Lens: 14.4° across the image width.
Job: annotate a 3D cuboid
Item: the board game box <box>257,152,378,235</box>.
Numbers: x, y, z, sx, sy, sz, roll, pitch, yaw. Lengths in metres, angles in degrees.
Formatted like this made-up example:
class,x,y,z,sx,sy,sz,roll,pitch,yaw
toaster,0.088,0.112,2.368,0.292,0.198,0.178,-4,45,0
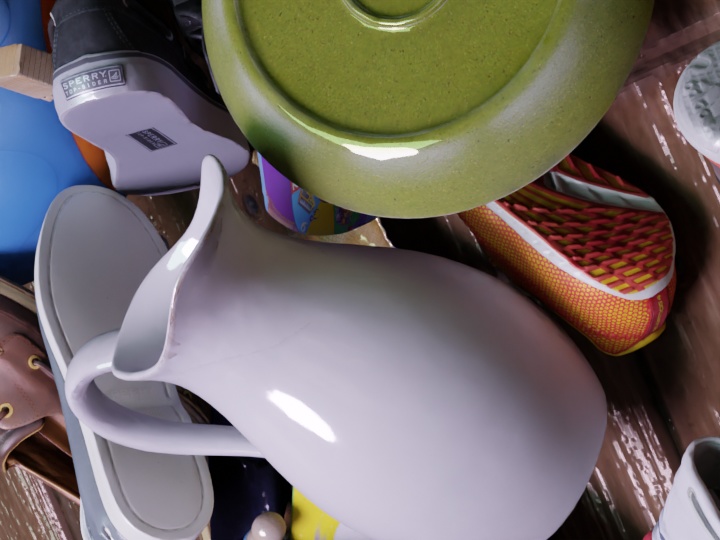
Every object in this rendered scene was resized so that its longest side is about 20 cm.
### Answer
class,x,y,z,sx,sy,sz,roll,pitch,yaw
board game box,-0.019,-0.115,1.215,0.158,0.039,0.200,-36,52,45

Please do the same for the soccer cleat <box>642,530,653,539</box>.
class,x,y,z,sx,sy,sz,roll,pitch,yaw
soccer cleat,0.043,0.147,1.282,0.200,0.068,0.073,4,106,6

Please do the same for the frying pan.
class,x,y,z,sx,sy,sz,roll,pitch,yaw
frying pan,-0.070,-0.116,1.292,0.115,0.031,0.190,67,-170,-51

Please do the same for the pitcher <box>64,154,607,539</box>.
class,x,y,z,sx,sy,sz,roll,pitch,yaw
pitcher,-0.014,0.053,1.204,0.200,0.121,0.172,26,143,-17

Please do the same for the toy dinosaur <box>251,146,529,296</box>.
class,x,y,z,sx,sy,sz,roll,pitch,yaw
toy dinosaur,0.000,0.000,1.329,0.200,0.058,0.101,34,134,38

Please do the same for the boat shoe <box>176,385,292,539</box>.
class,x,y,z,sx,sy,sz,roll,pitch,yaw
boat shoe,-0.042,0.123,1.437,0.200,0.072,0.068,57,145,16

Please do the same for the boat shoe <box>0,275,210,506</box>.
class,x,y,z,sx,sy,sz,roll,pitch,yaw
boat shoe,-0.165,0.059,1.372,0.200,0.068,0.072,32,138,-12

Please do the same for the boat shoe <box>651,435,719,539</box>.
class,x,y,z,sx,sy,sz,roll,pitch,yaw
boat shoe,0.189,0.140,1.144,0.200,0.074,0.067,35,139,38

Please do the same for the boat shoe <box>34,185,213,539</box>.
class,x,y,z,sx,sy,sz,roll,pitch,yaw
boat shoe,-0.118,0.052,1.326,0.062,0.073,0.200,-57,41,47

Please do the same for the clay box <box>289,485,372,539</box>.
class,x,y,z,sx,sy,sz,roll,pitch,yaw
clay box,0.026,0.110,1.320,0.115,0.048,0.200,7,127,5

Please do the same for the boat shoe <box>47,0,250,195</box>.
class,x,y,z,sx,sy,sz,roll,pitch,yaw
boat shoe,-0.098,-0.082,1.324,0.200,0.069,0.057,52,-156,-75

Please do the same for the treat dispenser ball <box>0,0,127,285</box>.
class,x,y,z,sx,sy,sz,roll,pitch,yaw
treat dispenser ball,-0.205,-0.086,1.423,0.201,0.201,0.201,31,133,40

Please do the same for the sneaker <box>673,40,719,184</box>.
class,x,y,z,sx,sy,sz,roll,pitch,yaw
sneaker,0.206,-0.019,1.050,0.200,0.077,0.082,38,165,35

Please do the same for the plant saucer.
class,x,y,z,sx,sy,sz,roll,pitch,yaw
plant saucer,0.020,-0.122,1.142,0.200,0.031,0.200,-4,80,23

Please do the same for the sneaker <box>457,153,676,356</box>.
class,x,y,z,sx,sy,sz,roll,pitch,yaw
sneaker,0.056,-0.037,1.222,0.200,0.073,0.077,50,157,29

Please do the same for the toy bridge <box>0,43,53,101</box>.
class,x,y,z,sx,sy,sz,roll,pitch,yaw
toy bridge,-0.133,-0.176,1.351,0.027,0.067,0.200,-12,68,47

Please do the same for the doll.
class,x,y,z,sx,sy,sz,roll,pitch,yaw
doll,-0.054,0.082,1.347,0.136,0.048,0.200,-106,15,-65
